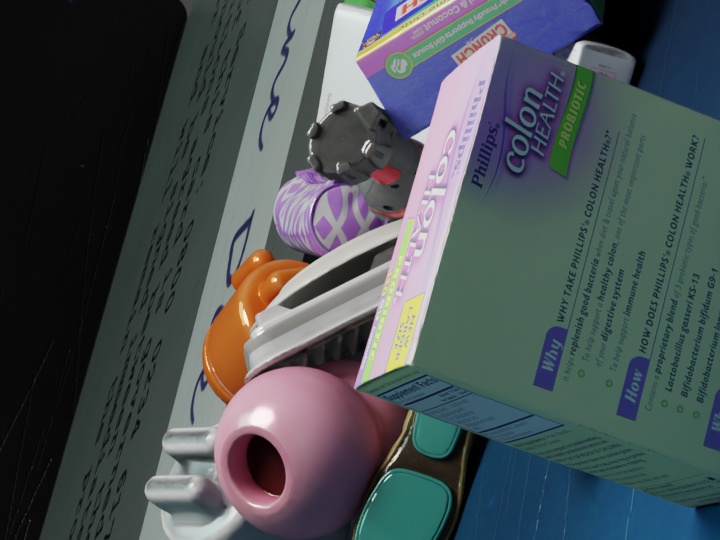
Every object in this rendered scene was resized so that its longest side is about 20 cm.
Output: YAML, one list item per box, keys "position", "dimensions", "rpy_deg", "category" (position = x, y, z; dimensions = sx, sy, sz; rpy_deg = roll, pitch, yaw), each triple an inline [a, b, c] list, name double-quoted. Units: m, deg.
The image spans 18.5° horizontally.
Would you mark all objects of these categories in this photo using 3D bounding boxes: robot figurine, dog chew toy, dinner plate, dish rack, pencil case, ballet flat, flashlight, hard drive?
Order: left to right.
- position: [-0.075, 0.191, 1.717]
  dimensions: [0.113, 0.200, 0.170]
  rpy_deg: [-1, 59, 46]
  category: "robot figurine"
- position: [-0.080, 0.067, 2.067]
  dimensions: [0.117, 0.144, 0.200]
  rpy_deg: [-51, 1, -34]
  category: "robot figurine"
- position: [-0.031, -0.054, 2.108]
  dimensions: [0.200, 0.083, 0.086]
  rpy_deg: [-174, 69, -76]
  category: "pencil case"
- position: [-0.017, 0.041, 1.687]
  dimensions: [0.044, 0.171, 0.200]
  rpy_deg: [61, 173, 11]
  category: "dish rack"
- position: [-0.016, 0.122, 1.630]
  dimensions: [0.200, 0.124, 0.125]
  rpy_deg: [-17, -39, -53]
  category: "dog chew toy"
- position: [0.000, 0.000, 1.710]
  dimensions: [0.024, 0.199, 0.200]
  rpy_deg: [61, 151, 11]
  category: "dinner plate"
- position: [0.009, -0.078, 1.632]
  dimensions: [0.200, 0.068, 0.068]
  rpy_deg: [16, -103, -72]
  category: "flashlight"
- position: [0.044, -0.131, 1.760]
  dimensions: [0.199, 0.027, 0.133]
  rpy_deg: [20, 104, 45]
  category: "hard drive"
- position: [0.052, 0.139, 1.567]
  dimensions: [0.201, 0.068, 0.063]
  rpy_deg: [-67, -15, 2]
  category: "ballet flat"

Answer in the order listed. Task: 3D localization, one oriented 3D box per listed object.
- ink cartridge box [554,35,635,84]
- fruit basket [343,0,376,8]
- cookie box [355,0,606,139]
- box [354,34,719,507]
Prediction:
- position: [0.128, -0.072, 1.584]
  dimensions: [0.163, 0.057, 0.201]
  rpy_deg: [-129, 51, -75]
  category: "ink cartridge box"
- position: [0.065, -0.299, 2.133]
  dimensions: [0.200, 0.094, 0.186]
  rpy_deg: [-45, 24, 26]
  category: "fruit basket"
- position: [0.094, -0.200, 1.597]
  dimensions: [0.171, 0.075, 0.200]
  rpy_deg: [-29, 19, 20]
  category: "cookie box"
- position: [0.122, 0.005, 1.126]
  dimensions: [0.097, 0.199, 0.177]
  rpy_deg: [150, 138, -70]
  category: "box"
